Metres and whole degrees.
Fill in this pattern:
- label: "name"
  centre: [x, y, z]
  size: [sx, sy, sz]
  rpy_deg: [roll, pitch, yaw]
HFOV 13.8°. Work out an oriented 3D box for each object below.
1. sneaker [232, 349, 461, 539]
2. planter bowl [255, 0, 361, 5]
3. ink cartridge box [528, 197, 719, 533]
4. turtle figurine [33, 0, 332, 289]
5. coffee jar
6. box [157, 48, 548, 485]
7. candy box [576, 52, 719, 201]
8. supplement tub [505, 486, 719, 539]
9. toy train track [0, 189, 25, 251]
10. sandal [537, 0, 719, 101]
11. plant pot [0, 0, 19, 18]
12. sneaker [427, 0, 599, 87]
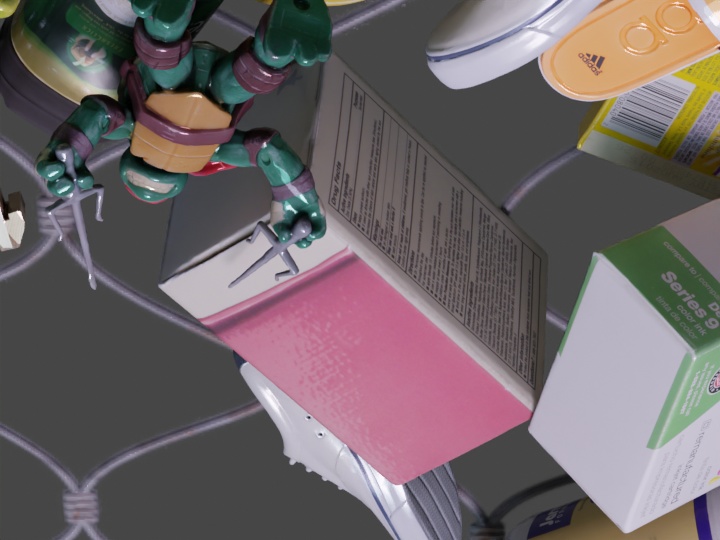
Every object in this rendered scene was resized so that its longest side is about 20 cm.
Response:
- label: "sneaker"
  centre: [-0.006, 0.099, 1.761]
  size: [0.071, 0.073, 0.200]
  rpy_deg: [-13, 123, 30]
- label: "planter bowl"
  centre: [0.022, -0.192, 1.383]
  size: [0.200, 0.083, 0.201]
  rpy_deg: [-28, 141, -26]
- label: "ink cartridge box"
  centre: [0.203, 0.032, 1.582]
  size: [0.199, 0.088, 0.146]
  rpy_deg: [-24, 147, -34]
- label: "turtle figurine"
  centre: [-0.086, -0.069, 1.439]
  size: [0.149, 0.101, 0.200]
  rpy_deg: [0, 146, -19]
- label: "coffee jar"
  centre: [-0.107, -0.156, 1.493]
  size: [0.085, 0.105, 0.200]
  rpy_deg: [32, 130, -13]
- label: "box"
  centre: [0.000, 0.000, 1.615]
  size: [0.109, 0.128, 0.200]
  rpy_deg: [-29, 124, 30]
- label: "candy box"
  centre: [0.199, -0.120, 1.551]
  size: [0.102, 0.026, 0.200]
  rpy_deg: [19, 133, -12]
- label: "supplement tub"
  centre: [0.170, 0.200, 1.779]
  size: [0.199, 0.146, 0.146]
  rpy_deg: [-21, 128, 24]
- label: "toy train track"
  centre: [-0.200, -0.104, 1.535]
  size: [0.032, 0.115, 0.201]
  rpy_deg: [-14, 119, 1]
- label: "sandal"
  centre: [0.175, -0.127, 1.490]
  size: [0.206, 0.059, 0.079]
  rpy_deg: [-32, 120, 33]
- label: "plant pot"
  centre: [-0.186, -0.248, 1.356]
  size: [0.199, 0.200, 0.181]
  rpy_deg: [28, 137, -21]
- label: "sneaker"
  centre: [0.100, -0.171, 1.480]
  size: [0.200, 0.073, 0.071]
  rpy_deg: [-38, 112, 23]
